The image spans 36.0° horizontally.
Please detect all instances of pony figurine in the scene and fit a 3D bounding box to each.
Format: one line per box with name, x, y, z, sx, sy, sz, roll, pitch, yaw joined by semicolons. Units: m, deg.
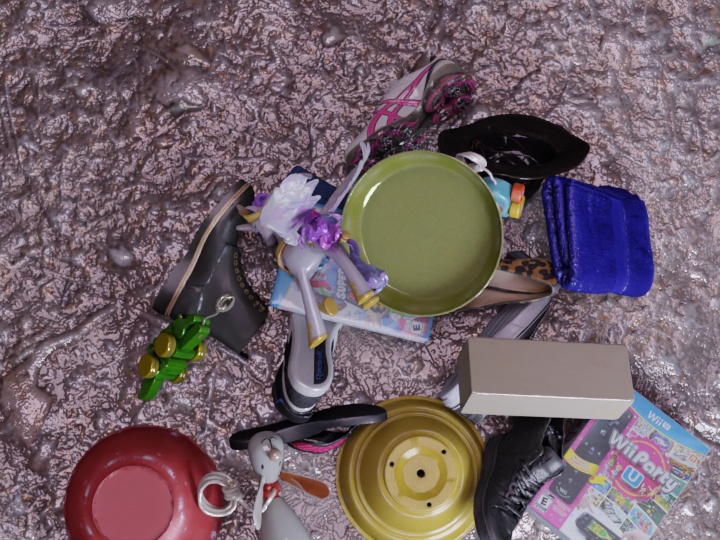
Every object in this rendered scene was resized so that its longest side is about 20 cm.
pony figurine;-0.053;-0.039;1.287;0.166;0.193;0.200;-21;73;-49

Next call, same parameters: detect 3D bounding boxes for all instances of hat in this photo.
hat;0.198;-0.133;1.446;0.200;0.201;0.081;-1;119;-4

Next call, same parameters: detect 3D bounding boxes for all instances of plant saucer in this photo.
plant saucer;0.075;-0.045;1.336;0.200;0.031;0.200;2;98;16

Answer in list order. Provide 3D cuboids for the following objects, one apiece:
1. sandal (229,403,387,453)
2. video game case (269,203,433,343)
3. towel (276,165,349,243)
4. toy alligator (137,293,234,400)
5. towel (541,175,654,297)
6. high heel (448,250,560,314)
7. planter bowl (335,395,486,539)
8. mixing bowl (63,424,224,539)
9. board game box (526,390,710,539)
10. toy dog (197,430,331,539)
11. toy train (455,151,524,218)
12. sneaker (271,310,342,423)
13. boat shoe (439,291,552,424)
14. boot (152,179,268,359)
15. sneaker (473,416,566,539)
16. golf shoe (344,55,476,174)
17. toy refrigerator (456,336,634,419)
sandal;-0.062;0.205;1.379;0.200;0.075;0.045;-13;94;2
video game case;0.000;0.000;1.379;0.200;0.018;0.143;14;71;-4
towel;-0.029;-0.050;1.429;0.200;0.049;0.112;31;63;4
toy alligator;-0.222;0.082;1.371;0.200;0.059;0.054;-49;51;24
towel;0.308;-0.043;1.402;0.200;0.050;0.148;4;74;-47
high heel;0.146;0.025;1.386;0.200;0.143;0.071;-18;107;-9
planter bowl;0.070;0.251;1.369;0.200;0.083;0.201;1;78;-3
mixing bowl;-0.264;0.282;1.328;0.200;0.108;0.200;1;79;-5
board game box;0.318;0.260;1.395;0.148;0.064;0.200;38;78;3
toy dog;-0.091;0.300;1.310;0.132;0.096;0.200;-36;107;-23
toy train;0.115;-0.085;1.398;0.150;0.200;0.056;27;71;-23
sneaker;-0.073;0.101;1.397;0.073;0.112;0.200;21;44;-10
boat shoe;0.186;0.109;1.420;0.071;0.072;0.200;42;84;-10
boot;-0.154;-0.001;1.407;0.138;0.077;0.200;32;99;-2
sneaker;0.201;0.245;1.347;0.060;0.104;0.200;47;36;-28
golf shoe;0.055;-0.206;1.474;0.200;0.073;0.092;-38;50;-4
toy refrigerator;0.222;0.133;1.345;0.200;0.070;0.076;3;60;-8
